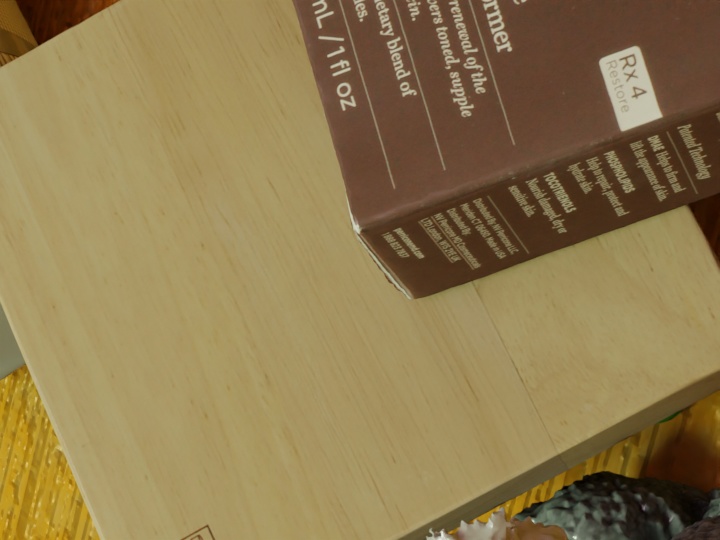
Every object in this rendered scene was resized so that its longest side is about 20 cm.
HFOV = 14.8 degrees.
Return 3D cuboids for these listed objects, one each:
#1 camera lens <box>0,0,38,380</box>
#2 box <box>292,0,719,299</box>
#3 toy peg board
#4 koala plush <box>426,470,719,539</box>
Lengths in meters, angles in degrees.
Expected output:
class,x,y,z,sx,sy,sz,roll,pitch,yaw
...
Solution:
class,x,y,z,sx,sy,sz,roll,pitch,yaw
camera lens,-0.202,-0.062,1.086,0.160,0.160,0.200,-49,57,35
box,0.085,-0.075,0.779,0.199,0.075,0.101,-20,69,8
toy peg board,0.000,0.000,0.871,0.199,0.098,0.201,-29,66,6
koala plush,0.083,0.135,0.763,0.183,0.199,0.178,-19,77,44
